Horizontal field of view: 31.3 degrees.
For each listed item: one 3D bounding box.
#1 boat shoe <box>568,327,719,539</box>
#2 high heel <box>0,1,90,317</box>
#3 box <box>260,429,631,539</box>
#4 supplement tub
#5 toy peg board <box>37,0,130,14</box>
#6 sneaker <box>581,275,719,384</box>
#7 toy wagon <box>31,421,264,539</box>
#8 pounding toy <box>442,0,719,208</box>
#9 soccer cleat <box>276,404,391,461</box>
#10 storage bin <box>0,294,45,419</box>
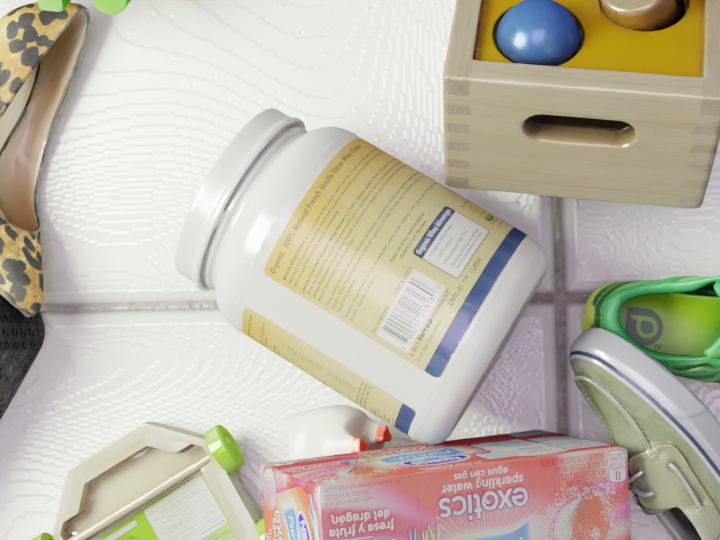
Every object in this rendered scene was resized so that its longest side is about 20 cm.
[{"bbox_3d":[0.192,0.122,0.784,0.062,0.072,0.200,-44,95,-14],"label":"boat shoe"},{"bbox_3d":[-0.218,-0.082,0.872,0.142,0.071,0.201,-29,74,12],"label":"high heel"},{"bbox_3d":[0.051,0.154,0.761,0.199,0.103,0.095,-4,90,-24],"label":"box"},{"bbox_3d":[0.000,0.000,0.801,0.200,0.144,0.145,31,91,9],"label":"supplement tub"},{"bbox_3d":[-0.213,-0.258,0.820,0.199,0.098,0.200,5,126,8],"label":"toy peg board"},{"bbox_3d":[0.238,0.043,0.794,0.199,0.084,0.074,2,87,8],"label":"sneaker"},{"bbox_3d":[-0.121,0.205,0.861,0.155,0.040,0.200,-31,84,6],"label":"toy wagon"},{"bbox_3d":[0.159,-0.156,0.766,0.199,0.142,0.185,6,57,9],"label":"pounding toy"},{"bbox_3d":[-0.013,0.187,0.838,0.077,0.069,0.201,-3,92,36],"label":"soccer cleat"},{"bbox_3d":[-0.325,0.084,0.871,0.135,0.094,0.201,30,92,9],"label":"storage bin"}]
